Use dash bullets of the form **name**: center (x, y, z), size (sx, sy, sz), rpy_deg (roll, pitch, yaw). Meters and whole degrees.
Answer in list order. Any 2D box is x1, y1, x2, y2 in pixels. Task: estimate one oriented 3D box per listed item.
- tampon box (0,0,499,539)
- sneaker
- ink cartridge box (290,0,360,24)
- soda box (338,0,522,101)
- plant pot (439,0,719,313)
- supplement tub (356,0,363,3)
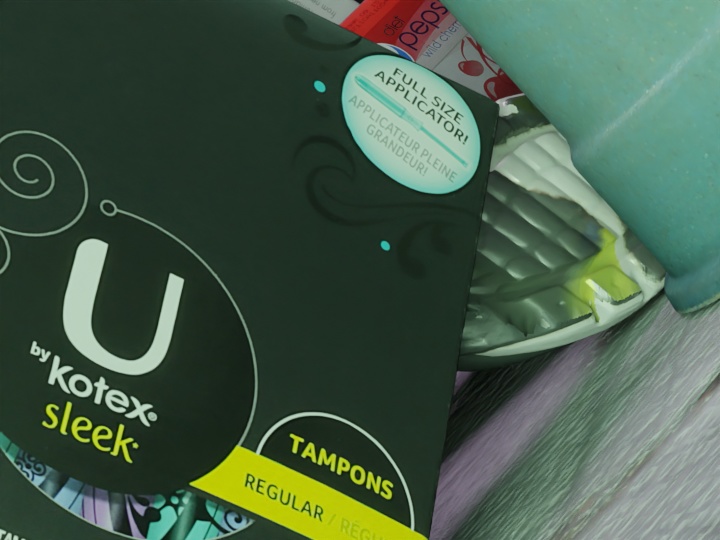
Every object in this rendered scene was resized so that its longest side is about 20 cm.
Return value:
- **tampon box**: center (-0.068, 0.031, 0.730), size (0.126, 0.150, 0.200), rpy_deg (-44, 28, 47)
- **sneaker**: center (0.066, -0.018, 0.880), size (0.200, 0.074, 0.085), rpy_deg (-39, -10, -43)
- **ink cartridge box**: center (-0.066, -0.008, 1.015), size (0.200, 0.068, 0.115), rpy_deg (-54, -15, -5)
- **soda box**: center (0.000, 0.000, 0.979), size (0.070, 0.063, 0.200), rpy_deg (-47, -17, -45)
- **plant pot**: center (0.080, -0.128, 0.764), size (0.200, 0.196, 0.200), rpy_deg (-47, 2, 2)
- **supplement tub**: center (0.049, -0.096, 1.191), size (0.200, 0.122, 0.123), rpy_deg (-61, -2, 20)
